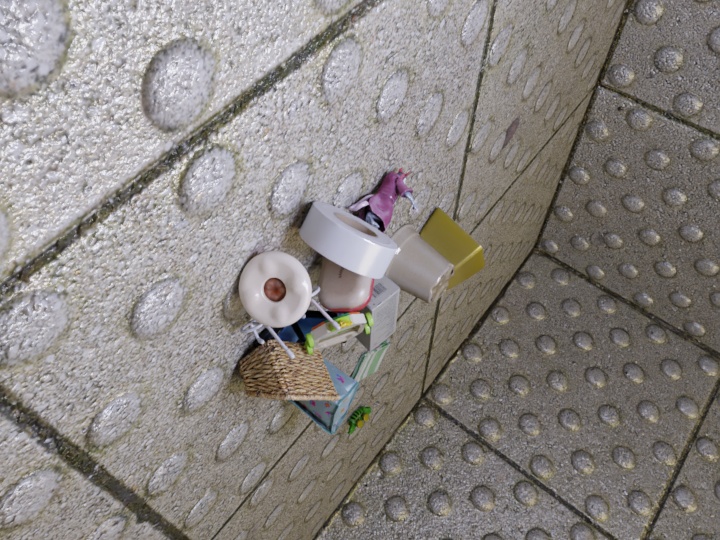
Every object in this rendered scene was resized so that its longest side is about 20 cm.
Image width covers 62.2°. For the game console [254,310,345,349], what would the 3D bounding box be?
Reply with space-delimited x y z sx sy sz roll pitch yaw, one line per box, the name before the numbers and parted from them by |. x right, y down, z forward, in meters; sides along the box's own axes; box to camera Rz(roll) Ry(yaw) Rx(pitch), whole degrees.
game console | -0.138 0.174 1.426 0.176 0.116 0.201 -50 158 -17

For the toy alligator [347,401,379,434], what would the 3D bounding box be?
toy alligator | 0.005 0.573 2.398 0.200 0.059 0.055 -41 113 -37

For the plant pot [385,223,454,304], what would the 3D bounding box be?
plant pot | 0.170 -0.005 1.761 0.201 0.182 0.202 -46 156 -27

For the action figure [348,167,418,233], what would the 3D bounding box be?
action figure | 0.054 -0.176 1.435 0.148 0.133 0.202 39 67 -27

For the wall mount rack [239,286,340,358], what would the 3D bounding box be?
wall mount rack | -0.142 0.109 1.243 0.199 0.173 0.075 -31 108 -27

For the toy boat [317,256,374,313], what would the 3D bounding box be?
toy boat | -0.016 0.015 1.383 0.131 0.129 0.203 54 41 -55

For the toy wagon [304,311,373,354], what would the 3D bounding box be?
toy wagon | -0.048 0.132 1.327 0.153 0.040 0.200 -19 163 -13

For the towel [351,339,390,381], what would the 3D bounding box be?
towel | 0.034 0.339 2.168 0.199 0.023 0.154 -20 139 -58

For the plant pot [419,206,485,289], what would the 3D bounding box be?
plant pot | 0.269 -0.046 1.933 0.176 0.200 0.200 -44 158 -2

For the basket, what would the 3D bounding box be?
basket | -0.170 0.260 1.362 0.142 0.150 0.199 -36 154 21

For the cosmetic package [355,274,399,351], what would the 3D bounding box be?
cosmetic package | 0.040 0.111 1.552 0.103 0.073 0.201 -35 151 -26

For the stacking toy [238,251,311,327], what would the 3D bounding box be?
stacking toy | -0.153 0.024 1.222 0.147 0.145 0.200 -61 178 12

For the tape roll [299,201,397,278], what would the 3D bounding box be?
tape roll | -0.024 -0.064 1.227 0.071 0.201 0.202 -61 158 12

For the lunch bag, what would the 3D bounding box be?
lunch bag | -0.113 0.350 1.650 0.122 0.169 0.201 -40 158 -43
